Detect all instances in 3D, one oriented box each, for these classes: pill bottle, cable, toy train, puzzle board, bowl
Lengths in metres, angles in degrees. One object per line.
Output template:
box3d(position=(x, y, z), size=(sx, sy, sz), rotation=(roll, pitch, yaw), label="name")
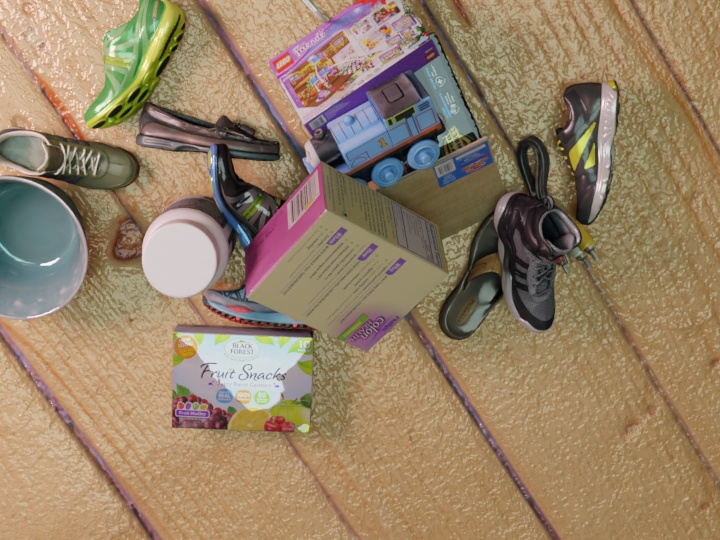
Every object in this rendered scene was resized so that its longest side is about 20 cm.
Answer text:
box3d(position=(-0.226, -0.032, 1.407), size=(0.112, 0.200, 0.115), rotation=(0, 101, -2), label="pill bottle")
box3d(position=(0.265, -0.087, 1.499), size=(0.050, 0.097, 0.202), rotation=(-16, 82, -35), label="cable")
box3d(position=(0.015, -0.167, 1.376), size=(0.199, 0.087, 0.115), rotation=(-28, 135, 1), label="toy train")
box3d(position=(0.100, -0.094, 1.460), size=(0.198, 0.017, 0.151), rotation=(-26, 141, 2), label="puzzle board")
box3d(position=(-0.452, -0.046, 1.433), size=(0.198, 0.105, 0.203), rotation=(1, 113, 1), label="bowl")

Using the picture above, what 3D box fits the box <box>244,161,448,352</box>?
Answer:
box3d(position=(-0.020, -0.013, 1.374), size=(0.199, 0.097, 0.176), rotation=(26, 125, -28), label="box")

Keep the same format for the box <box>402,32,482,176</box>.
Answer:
box3d(position=(0.072, -0.201, 1.464), size=(0.158, 0.046, 0.202), rotation=(-25, 102, 3), label="box")

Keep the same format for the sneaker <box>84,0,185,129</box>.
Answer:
box3d(position=(-0.312, -0.278, 1.428), size=(0.083, 0.074, 0.201), rotation=(35, 96, 10), label="sneaker")

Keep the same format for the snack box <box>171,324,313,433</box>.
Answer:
box3d(position=(-0.167, 0.154, 1.521), size=(0.197, 0.053, 0.144), rotation=(2, 100, -3), label="snack box")

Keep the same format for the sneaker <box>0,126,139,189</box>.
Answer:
box3d(position=(-0.403, -0.147, 1.433), size=(0.198, 0.090, 0.068), rotation=(13, 100, -5), label="sneaker")

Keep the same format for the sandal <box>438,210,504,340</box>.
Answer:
box3d(position=(0.175, 0.012, 1.505), size=(0.081, 0.055, 0.201), rotation=(30, 98, -10), label="sandal")

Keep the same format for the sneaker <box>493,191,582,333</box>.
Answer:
box3d(position=(0.246, -0.008, 1.440), size=(0.075, 0.114, 0.202), rotation=(-18, 101, -26), label="sneaker")

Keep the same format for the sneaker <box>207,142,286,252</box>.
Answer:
box3d(position=(-0.144, -0.088, 1.424), size=(0.082, 0.071, 0.201), rotation=(-29, 113, 2), label="sneaker")

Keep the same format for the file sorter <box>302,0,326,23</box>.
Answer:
box3d(position=(-0.024, -0.434, 1.368), size=(0.124, 0.139, 0.200), rotation=(43, 97, -11), label="file sorter")

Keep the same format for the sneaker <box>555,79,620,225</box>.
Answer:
box3d(position=(0.310, -0.165, 1.478), size=(0.084, 0.074, 0.202), rotation=(9, 103, 17), label="sneaker")

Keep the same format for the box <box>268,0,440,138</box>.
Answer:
box3d(position=(-0.011, -0.279, 1.406), size=(0.199, 0.137, 0.039), rotation=(-33, 144, 5), label="box")

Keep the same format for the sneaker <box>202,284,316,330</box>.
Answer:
box3d(position=(-0.122, 0.032, 1.500), size=(0.198, 0.079, 0.097), rotation=(5, 83, -7), label="sneaker")

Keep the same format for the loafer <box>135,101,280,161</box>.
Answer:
box3d(position=(-0.205, -0.188, 1.446), size=(0.198, 0.072, 0.064), rotation=(6, 95, -2), label="loafer")
